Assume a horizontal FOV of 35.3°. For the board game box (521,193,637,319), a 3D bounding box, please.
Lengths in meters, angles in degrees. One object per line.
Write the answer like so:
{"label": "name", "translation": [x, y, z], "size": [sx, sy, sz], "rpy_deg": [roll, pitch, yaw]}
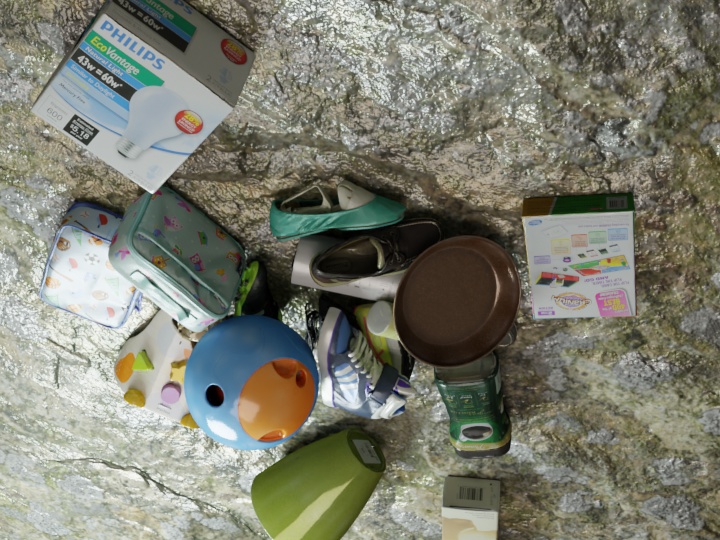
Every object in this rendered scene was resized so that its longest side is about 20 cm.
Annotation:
{"label": "board game box", "translation": [0.313, -0.016, 1.606], "size": [0.153, 0.040, 0.200], "rpy_deg": [-2, 132, 12]}

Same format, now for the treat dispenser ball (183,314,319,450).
{"label": "treat dispenser ball", "translation": [-0.161, 0.166, 1.680], "size": [0.200, 0.201, 0.201], "rpy_deg": [5, 133, 6]}

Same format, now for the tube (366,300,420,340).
{"label": "tube", "translation": [0.096, 0.090, 1.684], "size": [0.200, 0.058, 0.052], "rpy_deg": [18, 118, -43]}

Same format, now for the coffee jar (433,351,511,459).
{"label": "coffee jar", "translation": [0.184, 0.217, 1.814], "size": [0.104, 0.085, 0.200], "rpy_deg": [-6, 130, 12]}

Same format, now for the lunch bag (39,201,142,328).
{"label": "lunch bag", "translation": [-0.399, -0.002, 1.735], "size": [0.160, 0.076, 0.200], "rpy_deg": [20, 132, -11]}

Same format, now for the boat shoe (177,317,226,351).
{"label": "boat shoe", "translation": [-0.247, 0.086, 1.755], "size": [0.071, 0.064, 0.200], "rpy_deg": [15, 127, 54]}

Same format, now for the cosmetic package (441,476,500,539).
{"label": "cosmetic package", "translation": [0.199, 0.465, 2.049], "size": [0.105, 0.071, 0.200], "rpy_deg": [2, 132, 9]}

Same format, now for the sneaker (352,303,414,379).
{"label": "sneaker", "translation": [0.033, 0.123, 1.774], "size": [0.090, 0.078, 0.200], "rpy_deg": [5, 128, 17]}

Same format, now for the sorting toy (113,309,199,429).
{"label": "sorting toy", "translation": [-0.290, 0.146, 1.852], "size": [0.200, 0.107, 0.180], "rpy_deg": [23, 113, -10]}

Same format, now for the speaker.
{"label": "speaker", "translation": [0.000, 0.000, 1.654], "size": [0.200, 0.081, 0.081], "rpy_deg": [11, 133, 0]}

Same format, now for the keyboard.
{"label": "keyboard", "translation": [-0.054, 0.127, 1.779], "size": [0.104, 0.040, 0.200], "rpy_deg": [31, 139, 29]}

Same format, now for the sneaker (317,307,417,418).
{"label": "sneaker", "translation": [0.016, 0.143, 1.695], "size": [0.146, 0.081, 0.200], "rpy_deg": [10, 132, 12]}

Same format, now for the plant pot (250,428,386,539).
{"label": "plant pot", "translation": [-0.056, 0.367, 1.957], "size": [0.187, 0.187, 0.200], "rpy_deg": [37, 114, -22]}

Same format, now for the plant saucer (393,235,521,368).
{"label": "plant saucer", "translation": [0.134, 0.041, 1.615], "size": [0.200, 0.037, 0.201], "rpy_deg": [-7, 112, -19]}

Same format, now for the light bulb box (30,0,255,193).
{"label": "light bulb box", "translation": [-0.278, -0.242, 1.455], "size": [0.198, 0.125, 0.200], "rpy_deg": [34, 130, -20]}

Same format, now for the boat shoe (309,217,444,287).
{"label": "boat shoe", "translation": [0.027, -0.023, 1.583], "size": [0.200, 0.065, 0.073], "rpy_deg": [-21, 91, -4]}

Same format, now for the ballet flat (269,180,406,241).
{"label": "ballet flat", "translation": [-0.038, -0.089, 1.593], "size": [0.200, 0.067, 0.070], "rpy_deg": [-8, 116, 15]}

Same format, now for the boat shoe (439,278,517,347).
{"label": "boat shoe", "translation": [0.167, 0.062, 1.694], "size": [0.067, 0.057, 0.200], "rpy_deg": [-25, 123, 29]}

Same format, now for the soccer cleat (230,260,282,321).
{"label": "soccer cleat", "translation": [-0.156, 0.055, 1.753], "size": [0.081, 0.068, 0.200], "rpy_deg": [8, 140, -10]}

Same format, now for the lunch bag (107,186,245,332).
{"label": "lunch bag", "translation": [-0.260, -0.013, 1.637], "size": [0.200, 0.161, 0.077], "rpy_deg": [40, 127, -23]}
